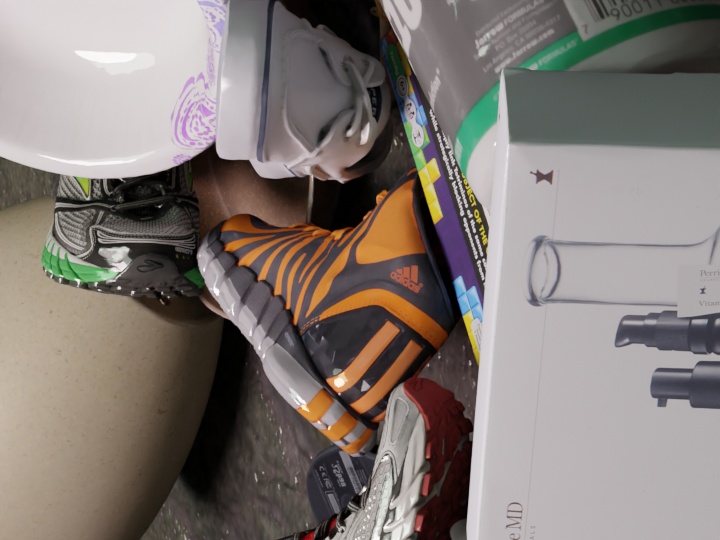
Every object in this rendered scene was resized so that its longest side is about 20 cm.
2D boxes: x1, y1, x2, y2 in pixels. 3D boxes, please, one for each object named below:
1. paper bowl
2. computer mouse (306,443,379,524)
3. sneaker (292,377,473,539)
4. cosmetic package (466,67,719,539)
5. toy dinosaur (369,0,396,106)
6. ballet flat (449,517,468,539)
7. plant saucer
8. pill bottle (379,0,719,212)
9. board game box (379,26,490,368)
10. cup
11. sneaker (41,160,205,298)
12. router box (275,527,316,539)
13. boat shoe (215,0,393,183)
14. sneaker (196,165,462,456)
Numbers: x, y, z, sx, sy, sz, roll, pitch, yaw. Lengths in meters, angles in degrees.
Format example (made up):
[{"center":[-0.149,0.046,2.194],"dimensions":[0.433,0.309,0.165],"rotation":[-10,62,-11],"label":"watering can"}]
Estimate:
[{"center":[-0.131,-0.146,1.217],"dimensions":[0.201,0.200,0.104],"rotation":[-57,8,50],"label":"paper bowl"},{"center":[0.039,0.098,1.220],"dimensions":[0.200,0.034,0.059],"rotation":[-10,103,56],"label":"computer mouse"},{"center":[-0.011,0.133,1.112],"dimensions":[0.082,0.078,0.200],"rotation":[26,110,14],"label":"sneaker"},{"center":[0.116,0.030,0.901],"dimensions":[0.052,0.150,0.200],"rotation":[-87,-1,-55],"label":"cosmetic package"},{"center":[0.019,-0.136,1.172],"dimensions":[0.060,0.106,0.200],"rotation":[17,115,19],"label":"toy dinosaur"},{"center":[0.079,0.126,1.092],"dimensions":[0.068,0.068,0.200],"rotation":[55,180,12],"label":"ballet flat"},{"center":[-0.057,-0.076,1.340],"dimensions":[0.200,0.037,0.201],"rotation":[25,119,58],"label":"plant saucer"},{"center":[0.053,-0.129,0.951],"dimensions":[0.200,0.113,0.113],"rotation":[66,148,21],"label":"pill bottle"},{"center":[0.090,-0.042,1.060],"dimensions":[0.165,0.057,0.200],"rotation":[-41,61,55],"label":"board game box"},{"center":[-0.154,0.039,1.419],"dimensions":[0.143,0.200,0.201],"rotation":[-46,53,25],"label":"cup"},{"center":[-0.117,-0.047,1.306],"dimensions":[0.200,0.078,0.085],"rotation":[-116,34,-61],"label":"sneaker"},{"center":[-0.005,0.197,1.256],"dimensions":[0.200,0.062,0.150],"rotation":[-25,90,60],"label":"router box"},{"center":[-0.020,-0.076,1.135],"dimensions":[0.200,0.065,0.074],"rotation":[7,-92,-84],"label":"boat shoe"},{"center":[0.000,0.000,1.192],"dimensions":[0.112,0.078,0.200],"rotation":[-47,30,4],"label":"sneaker"}]
